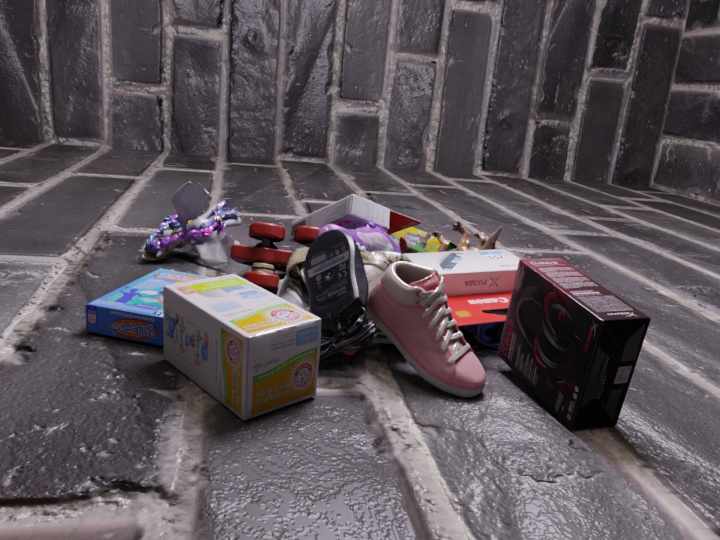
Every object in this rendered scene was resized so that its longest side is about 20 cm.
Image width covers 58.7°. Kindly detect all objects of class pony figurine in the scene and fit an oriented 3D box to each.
[{"bbox_3d":[-0.324,-0.082,1.282,0.191,0.169,0.200,-23,8,25],"label":"pony figurine"}]

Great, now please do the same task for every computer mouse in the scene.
[{"bbox_3d":[-0.034,0.036,0.884,0.137,0.203,0.053,-21,-38,25],"label":"computer mouse"}]

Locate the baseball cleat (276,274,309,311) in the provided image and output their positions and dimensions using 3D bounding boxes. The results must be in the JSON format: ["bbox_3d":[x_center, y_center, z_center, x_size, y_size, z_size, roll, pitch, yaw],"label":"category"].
[{"bbox_3d":[-0.093,0.062,0.983,0.104,0.071,0.201,11,27,8],"label":"baseball cleat"}]

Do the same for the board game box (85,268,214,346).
[{"bbox_3d":[-0.290,0.052,0.969,0.149,0.046,0.200,9,17,12],"label":"board game box"}]

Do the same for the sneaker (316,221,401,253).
[{"bbox_3d":[0.002,-0.042,1.061,0.080,0.090,0.198,-19,-29,38],"label":"sneaker"}]

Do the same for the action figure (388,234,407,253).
[{"bbox_3d":[0.000,0.000,1.145,0.065,0.052,0.200,18,49,43],"label":"action figure"}]

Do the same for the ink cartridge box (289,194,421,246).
[{"bbox_3d":[-0.011,-0.073,1.207,0.172,0.044,0.198,18,-22,-35],"label":"ink cartridge box"}]

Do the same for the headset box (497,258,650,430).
[{"bbox_3d":[0.260,0.083,0.830,0.074,0.151,0.200,0,24,-20],"label":"headset box"}]

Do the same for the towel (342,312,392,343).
[{"bbox_3d":[0.028,0.059,0.988,0.168,0.049,0.200,3,15,-21],"label":"towel"}]

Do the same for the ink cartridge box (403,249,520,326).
[{"bbox_3d":[0.185,0.020,0.989,0.196,0.046,0.176,-3,23,-21],"label":"ink cartridge box"}]

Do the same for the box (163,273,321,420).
[{"bbox_3d":[-0.151,0.086,0.797,0.111,0.103,0.198,-10,22,-41],"label":"box"}]

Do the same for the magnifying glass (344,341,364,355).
[{"bbox_3d":[0.014,0.088,0.996,0.078,0.023,0.200,11,18,17],"label":"magnifying glass"}]

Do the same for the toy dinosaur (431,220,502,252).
[{"bbox_3d":[0.172,-0.001,1.124,0.197,0.138,0.086,-21,-32,23],"label":"toy dinosaur"}]

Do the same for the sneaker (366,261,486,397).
[{"bbox_3d":[0.095,0.069,0.833,0.200,0.106,0.075,42,42,20],"label":"sneaker"}]

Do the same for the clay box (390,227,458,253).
[{"bbox_3d":[0.159,-0.034,1.331,0.114,0.048,0.199,33,-4,-39],"label":"clay box"}]

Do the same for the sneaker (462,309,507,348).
[{"bbox_3d":[0.197,0.074,1.007,0.198,0.077,0.087,17,20,36],"label":"sneaker"}]

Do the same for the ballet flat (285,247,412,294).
[{"bbox_3d":[-0.021,0.008,0.964,0.196,0.069,0.076,5,35,15],"label":"ballet flat"}]

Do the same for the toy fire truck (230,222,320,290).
[{"bbox_3d":[-0.135,-0.014,1.179,0.196,0.115,0.168,6,-8,-2],"label":"toy fire truck"}]
